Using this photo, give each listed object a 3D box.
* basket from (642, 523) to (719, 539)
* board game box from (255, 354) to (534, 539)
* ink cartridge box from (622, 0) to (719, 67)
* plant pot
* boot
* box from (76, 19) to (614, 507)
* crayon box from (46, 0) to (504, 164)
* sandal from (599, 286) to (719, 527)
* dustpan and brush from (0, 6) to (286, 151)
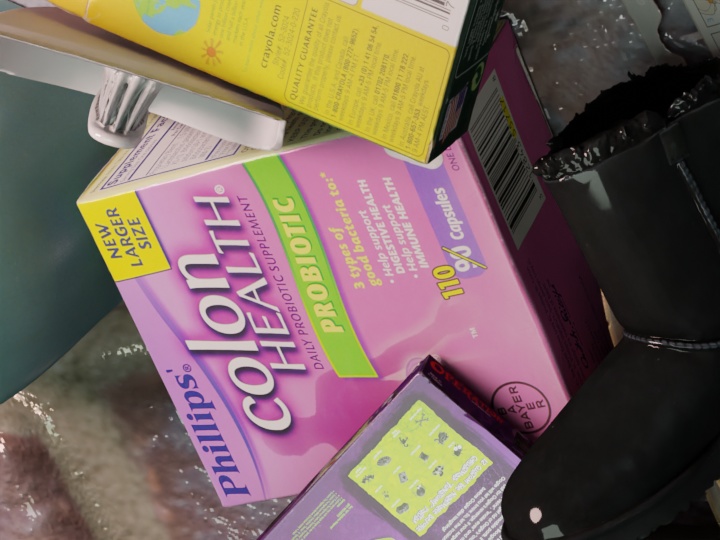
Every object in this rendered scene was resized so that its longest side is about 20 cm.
[{"bbox_3d":[0.090,0.186,1.304,0.199,0.136,0.181,-5,130,19],"label":"basket"},{"bbox_3d":[0.011,0.147,1.224,0.120,0.032,0.200,42,112,-1],"label":"board game box"},{"bbox_3d":[0.208,-0.126,1.132,0.200,0.050,0.161,-10,117,46],"label":"ink cartridge box"},{"bbox_3d":[-0.218,-0.013,1.281,0.200,0.161,0.201,9,122,15],"label":"plant pot"},{"bbox_3d":[0.118,0.014,1.135,0.073,0.198,0.163,19,137,61],"label":"boot"},{"bbox_3d":[0.000,0.000,1.244,0.199,0.097,0.176,-12,115,27],"label":"box"},{"bbox_3d":[-0.036,-0.142,1.106,0.199,0.051,0.127,24,120,14],"label":"crayon box"},{"bbox_3d":[0.166,0.061,1.232,0.054,0.082,0.200,-27,106,14],"label":"sandal"},{"bbox_3d":[-0.104,-0.082,1.191,0.139,0.200,0.057,17,104,-6],"label":"dustpan and brush"}]
